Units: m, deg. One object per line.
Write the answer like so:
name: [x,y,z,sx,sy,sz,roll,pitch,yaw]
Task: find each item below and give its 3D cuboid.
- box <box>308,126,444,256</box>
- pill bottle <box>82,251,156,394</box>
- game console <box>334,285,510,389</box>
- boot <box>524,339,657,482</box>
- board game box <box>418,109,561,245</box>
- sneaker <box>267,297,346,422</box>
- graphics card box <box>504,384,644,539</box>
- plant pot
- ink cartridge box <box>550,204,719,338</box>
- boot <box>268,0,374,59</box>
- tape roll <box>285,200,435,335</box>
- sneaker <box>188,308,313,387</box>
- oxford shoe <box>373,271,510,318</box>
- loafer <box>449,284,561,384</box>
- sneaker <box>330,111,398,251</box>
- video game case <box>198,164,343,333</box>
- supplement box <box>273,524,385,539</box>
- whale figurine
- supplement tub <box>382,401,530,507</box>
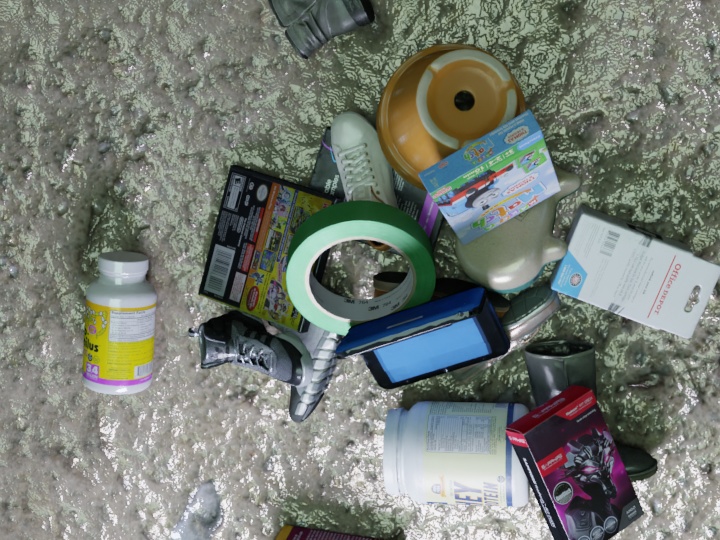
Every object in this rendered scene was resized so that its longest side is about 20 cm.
box: [0.026,-0.107,1.535,0.200,0.036,0.143,19,104,5]
pill bottle: [-0.358,0.076,1.608,0.104,0.104,0.200,8,102,9]
game console: [0.088,0.107,1.438,0.200,0.171,0.118,-19,98,14]
boot: [0.325,0.196,1.520,0.182,0.073,0.200,-1,103,11]
board game box: [0.167,-0.111,1.353,0.151,0.200,0.037,-30,68,7]
sneaker: [-0.092,0.116,1.591,0.115,0.075,0.200,24,98,13]
graphics card box: [0.289,0.271,1.454,0.125,0.051,0.200,-28,101,-22]
plant pot: [0.125,-0.205,1.392,0.200,0.183,0.200,0,89,-2]
ink cartridge box: [0.373,0.002,1.474,0.200,0.067,0.116,22,105,3]
boot: [-0.076,-0.401,1.479,0.131,0.068,0.200,-21,96,20]
tape roll: [0.000,0.000,1.453,0.200,0.048,0.201,0,128,0]
sneaker: [-0.161,0.119,1.533,0.200,0.114,0.076,29,120,42]
oxford shoe: [0.115,0.050,1.537,0.200,0.071,0.071,8,108,20]
loafer: [0.205,0.093,1.533,0.200,0.072,0.063,-34,112,21]
sneaker: [0.010,-0.122,1.474,0.073,0.085,0.200,-21,95,15]
video game case: [-0.132,-0.032,1.552,0.181,0.025,0.200,19,99,23]
supplement box: [-0.038,0.476,1.633,0.200,0.103,0.131,6,101,9]
whale figurine: [0.221,-0.059,1.486,0.159,0.104,0.200,33,83,26]
supplement tub: [0.139,0.259,1.533,0.200,0.145,0.145,0,102,11]
